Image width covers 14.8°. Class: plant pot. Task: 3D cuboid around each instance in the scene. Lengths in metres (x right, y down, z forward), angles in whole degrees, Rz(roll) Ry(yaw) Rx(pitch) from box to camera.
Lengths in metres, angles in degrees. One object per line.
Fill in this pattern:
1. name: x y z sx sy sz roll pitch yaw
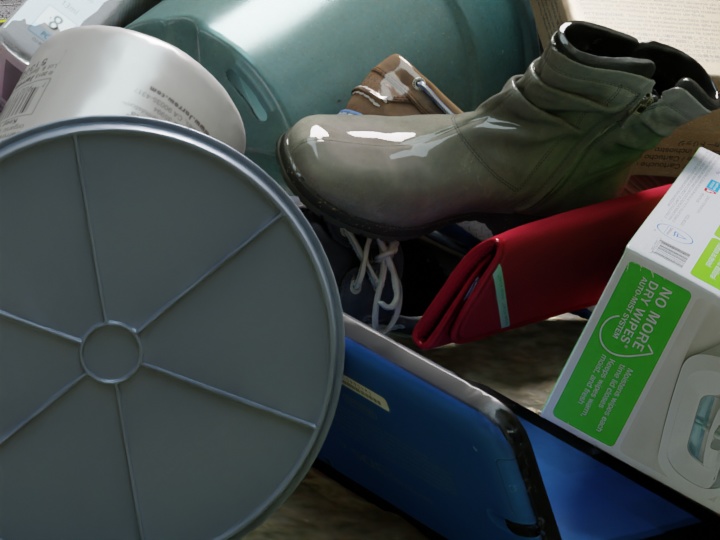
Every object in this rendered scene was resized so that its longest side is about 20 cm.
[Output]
1. plant pot: -0.035 -0.102 1.540 0.200 0.201 0.196 19 34 29

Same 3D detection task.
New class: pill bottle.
1. pill bottle: -0.139 -0.006 1.285 0.114 0.115 0.200 13 55 17

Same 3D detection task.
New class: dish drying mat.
1. dish drying mat: 0.106 -0.004 1.361 0.018 0.077 0.200 46 34 23

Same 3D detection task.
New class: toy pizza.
1. toy pizza: -0.106 0.032 1.181 0.199 0.201 0.032 3 9 -6

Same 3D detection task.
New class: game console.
1. game console: 0.053 0.061 1.259 0.118 0.171 0.200 -40 43 -23

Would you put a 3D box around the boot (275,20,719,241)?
1. boot: 0.067 -0.076 1.328 0.199 0.131 0.068 6 49 -35

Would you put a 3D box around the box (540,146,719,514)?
1. box: 0.199 0.040 1.278 0.176 0.097 0.200 28 21 6

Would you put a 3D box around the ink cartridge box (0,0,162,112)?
1. ink cartridge box: -0.133 -0.153 1.557 0.047 0.160 0.200 35 67 6

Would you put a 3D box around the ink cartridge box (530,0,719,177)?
1. ink cartridge box: 0.200 -0.128 1.595 0.199 0.075 0.165 3 38 -11

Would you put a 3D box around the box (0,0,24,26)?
1. box: -0.172 -0.136 1.754 0.199 0.044 0.160 -6 26 -25

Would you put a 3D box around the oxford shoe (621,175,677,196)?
1. oxford shoe: 0.151 -0.050 1.619 0.071 0.074 0.200 46 40 -6

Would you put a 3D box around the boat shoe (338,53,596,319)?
1. boat shoe: 0.078 -0.041 1.447 0.200 0.073 0.072 33 -8 -20

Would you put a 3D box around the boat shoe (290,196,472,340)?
1. boat shoe: 0.000 0.000 1.368 0.062 0.075 0.200 -14 -18 29
